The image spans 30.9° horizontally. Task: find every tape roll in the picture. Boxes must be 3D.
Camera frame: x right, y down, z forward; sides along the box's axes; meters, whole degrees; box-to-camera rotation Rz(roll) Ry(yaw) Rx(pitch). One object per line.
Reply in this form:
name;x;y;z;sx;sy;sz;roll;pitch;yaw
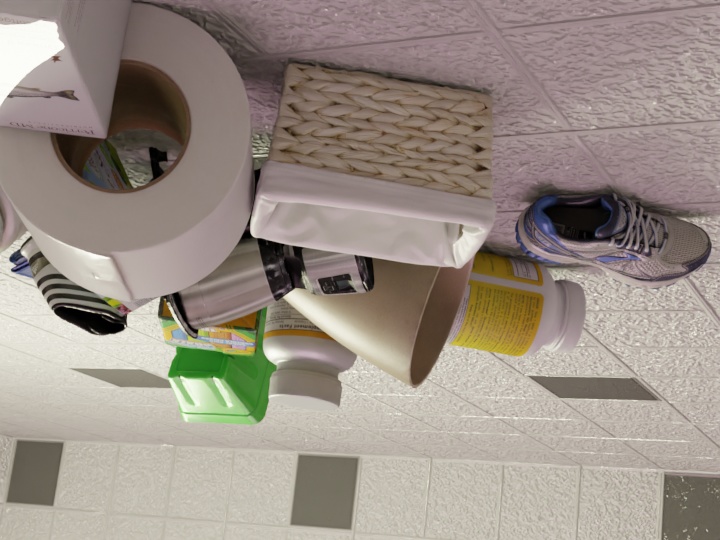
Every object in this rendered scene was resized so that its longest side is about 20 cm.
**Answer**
tape roll;-0.184;-0.091;1.039;0.199;0.206;0.139;7;165;-2

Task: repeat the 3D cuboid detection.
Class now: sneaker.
sneaker;-0.249;0.011;1.355;0.199;0.117;0.075;-10;161;-43
sneaker;0.256;-0.035;1.298;0.196;0.078;0.085;6;161;1

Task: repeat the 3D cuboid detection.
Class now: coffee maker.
coffee maker;-0.097;-0.052;1.260;0.197;0.195;0.135;-15;180;3

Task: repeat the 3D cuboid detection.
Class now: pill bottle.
pill bottle;0.158;0.039;1.527;0.197;0.114;0.112;11;164;-13
pill bottle;-0.053;0.053;1.500;0.111;0.203;0.113;6;165;2

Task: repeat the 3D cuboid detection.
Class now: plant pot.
plant pot;0.000;0.000;1.381;0.197;0.190;0.187;20;168;14

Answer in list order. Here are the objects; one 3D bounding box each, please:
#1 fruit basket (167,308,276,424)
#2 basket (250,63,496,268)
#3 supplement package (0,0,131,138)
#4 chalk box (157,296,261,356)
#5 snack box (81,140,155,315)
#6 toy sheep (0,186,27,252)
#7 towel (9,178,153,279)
fruit basket;-0.174;0.125;1.806;0.153;0.219;0.215;-1;163;24
basket;0.012;-0.088;1.113;0.197;0.125;0.136;7;164;-6
supplement package;-0.232;-0.184;0.884;0.115;0.119;0.200;6;165;0
chalk box;-0.180;0.031;1.626;0.122;0.127;0.200;8;166;-3
snack box;-0.257;-0.067;1.214;0.067;0.170;0.200;-28;162;2
toy sheep;-0.369;-0.076;1.232;0.136;0.201;0.140;11;128;14
towel;-0.271;-0.038;1.429;0.198;0.024;0.147;-27;165;11
